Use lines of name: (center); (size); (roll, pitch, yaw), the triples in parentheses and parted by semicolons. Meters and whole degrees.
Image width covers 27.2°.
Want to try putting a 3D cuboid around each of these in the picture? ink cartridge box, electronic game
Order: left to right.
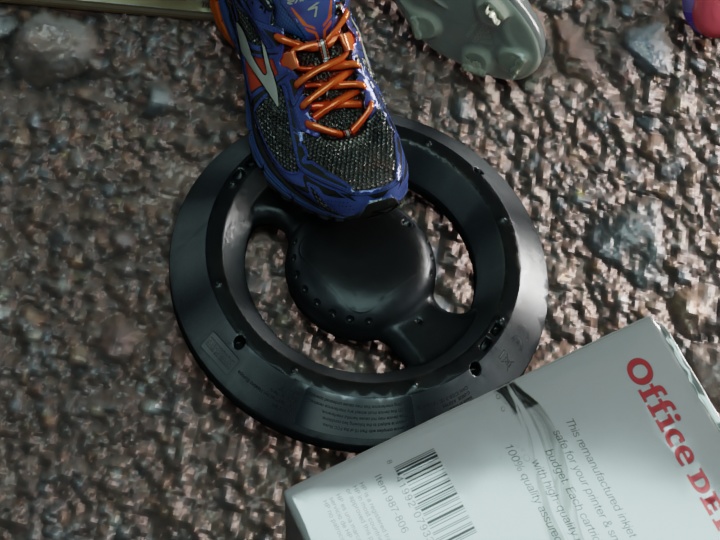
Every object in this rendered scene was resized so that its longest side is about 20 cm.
electronic game: (0.000, 0.000, 0.770); (0.197, 0.042, 0.202); (4, 58, -6)
ink cartridge box: (0.082, 0.134, 0.693); (0.198, 0.084, 0.146); (-24, 70, -12)

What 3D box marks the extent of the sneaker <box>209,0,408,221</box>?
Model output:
sneaker: (-0.031, -0.113, 0.762); (0.075, 0.079, 0.202); (-19, 65, -18)

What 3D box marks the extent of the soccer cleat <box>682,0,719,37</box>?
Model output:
soccer cleat: (0.251, -0.212, 0.902); (0.200, 0.067, 0.076); (-43, 48, -17)

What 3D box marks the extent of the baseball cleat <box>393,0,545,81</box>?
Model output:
baseball cleat: (0.033, -0.194, 0.846); (0.199, 0.070, 0.107); (37, 50, -4)

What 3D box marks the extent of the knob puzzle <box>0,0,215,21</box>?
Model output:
knob puzzle: (-0.133, -0.242, 0.858); (0.216, 0.031, 0.223); (3, 66, -8)
